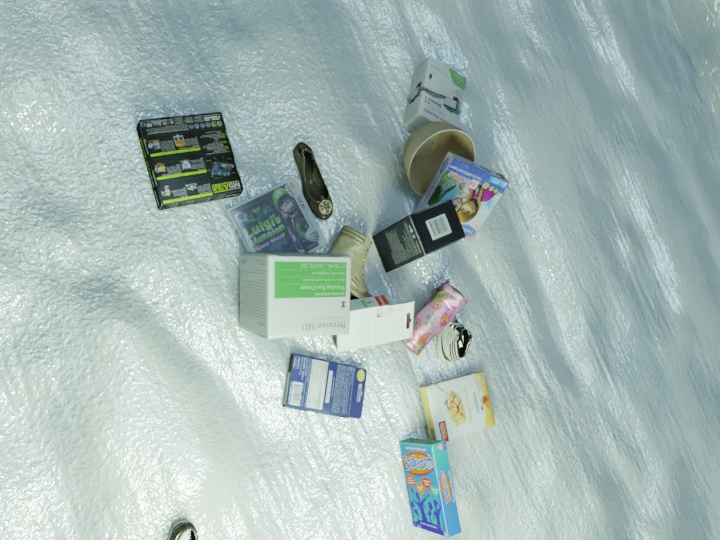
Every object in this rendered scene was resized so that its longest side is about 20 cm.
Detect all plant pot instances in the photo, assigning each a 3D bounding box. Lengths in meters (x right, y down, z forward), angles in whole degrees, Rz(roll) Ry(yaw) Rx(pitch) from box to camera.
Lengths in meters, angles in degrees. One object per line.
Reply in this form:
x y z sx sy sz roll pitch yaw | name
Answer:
0.197 -0.323 1.584 0.195 0.204 0.136 4 37 -27 | plant pot

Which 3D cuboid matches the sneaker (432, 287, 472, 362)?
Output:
0.251 0.135 1.531 0.074 0.115 0.207 0 78 -28 | sneaker

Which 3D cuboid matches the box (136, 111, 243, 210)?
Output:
-0.383 -0.251 1.311 0.196 0.047 0.199 -16 89 -32 | box

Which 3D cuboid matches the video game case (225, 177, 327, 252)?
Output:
-0.197 -0.103 1.392 0.198 0.023 0.185 -31 94 -30 | video game case

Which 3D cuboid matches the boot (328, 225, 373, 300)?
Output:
0.000 0.000 1.449 0.198 0.073 0.158 36 67 -11 | boot

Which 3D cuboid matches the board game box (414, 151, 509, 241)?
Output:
0.275 -0.197 1.586 0.195 0.202 0.042 15 31 -24 | board game box

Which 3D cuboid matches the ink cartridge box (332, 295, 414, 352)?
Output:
0.031 0.122 1.397 0.194 0.051 0.112 -8 120 -16 | ink cartridge box

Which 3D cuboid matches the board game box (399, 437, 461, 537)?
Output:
0.162 0.509 1.377 0.044 0.151 0.206 -5 80 -28 | board game box

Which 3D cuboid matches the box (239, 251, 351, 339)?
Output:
-0.147 0.049 1.269 0.194 0.199 0.177 0 93 -29 | box

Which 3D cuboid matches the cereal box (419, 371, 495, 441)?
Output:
0.255 0.357 1.518 0.195 0.039 0.148 -8 83 -30 | cereal box

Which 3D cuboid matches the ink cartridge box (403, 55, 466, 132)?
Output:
0.217 -0.484 1.671 0.143 0.084 0.205 21 67 -23 | ink cartridge box

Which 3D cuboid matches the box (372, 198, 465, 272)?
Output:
0.144 -0.085 1.474 0.146 0.199 0.107 -23 89 -31 | box

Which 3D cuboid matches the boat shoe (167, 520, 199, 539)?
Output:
-0.358 0.598 1.120 0.070 0.060 0.207 15 72 -25 | boat shoe

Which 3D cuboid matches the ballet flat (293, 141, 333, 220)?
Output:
-0.116 -0.226 1.451 0.066 0.046 0.205 -18 87 -30 | ballet flat

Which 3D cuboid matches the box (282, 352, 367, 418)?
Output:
-0.081 0.275 1.364 0.195 0.032 0.125 16 72 -23 | box

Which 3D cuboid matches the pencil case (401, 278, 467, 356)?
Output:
0.181 0.120 1.475 0.087 0.087 0.200 44 89 -12 | pencil case
